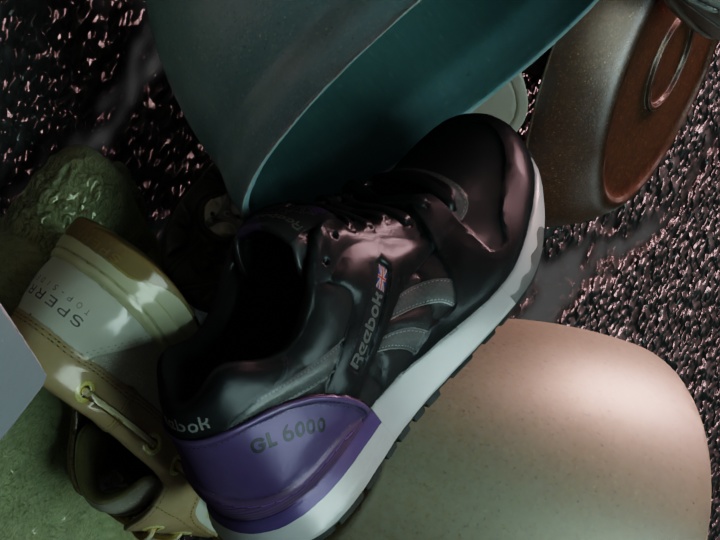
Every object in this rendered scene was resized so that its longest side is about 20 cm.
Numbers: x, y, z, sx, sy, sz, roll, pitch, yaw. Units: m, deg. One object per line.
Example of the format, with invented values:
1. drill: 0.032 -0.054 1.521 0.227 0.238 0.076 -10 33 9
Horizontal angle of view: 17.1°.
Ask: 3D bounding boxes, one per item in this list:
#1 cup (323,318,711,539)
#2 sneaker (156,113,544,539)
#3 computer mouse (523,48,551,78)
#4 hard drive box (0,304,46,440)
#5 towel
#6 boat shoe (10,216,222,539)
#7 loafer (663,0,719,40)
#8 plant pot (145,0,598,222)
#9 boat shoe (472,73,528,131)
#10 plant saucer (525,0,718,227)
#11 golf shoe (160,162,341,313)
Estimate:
1. cup: 0.035 0.100 1.065 0.143 0.200 0.201 26 85 -32
2. sneaker: 0.000 0.000 0.856 0.200 0.075 0.088 -56 136 -32
3. computer mouse: 0.081 -0.171 1.094 0.141 0.046 0.200 -64 156 -6
4. hard drive box: -0.196 -0.024 0.646 0.077 0.155 0.200 -54 145 -22
5. towel: -0.117 0.061 0.927 0.149 0.036 0.200 -51 144 -26
6. boat shoe: -0.079 0.062 0.892 0.066 0.074 0.200 -46 138 -16
7. loafer: 0.141 -0.158 1.047 0.200 0.070 0.070 28 79 -48
8. plant pot: -0.001 -0.130 0.864 0.200 0.134 0.200 -36 170 -8
9. boat shoe: 0.023 -0.142 1.024 0.063 0.072 0.201 -100 171 -49
10. plant saucer: 0.140 -0.108 1.182 0.201 0.034 0.201 -53 159 -32
11. golf shoe: -0.017 -0.016 0.979 0.088 0.077 0.200 -36 173 41
